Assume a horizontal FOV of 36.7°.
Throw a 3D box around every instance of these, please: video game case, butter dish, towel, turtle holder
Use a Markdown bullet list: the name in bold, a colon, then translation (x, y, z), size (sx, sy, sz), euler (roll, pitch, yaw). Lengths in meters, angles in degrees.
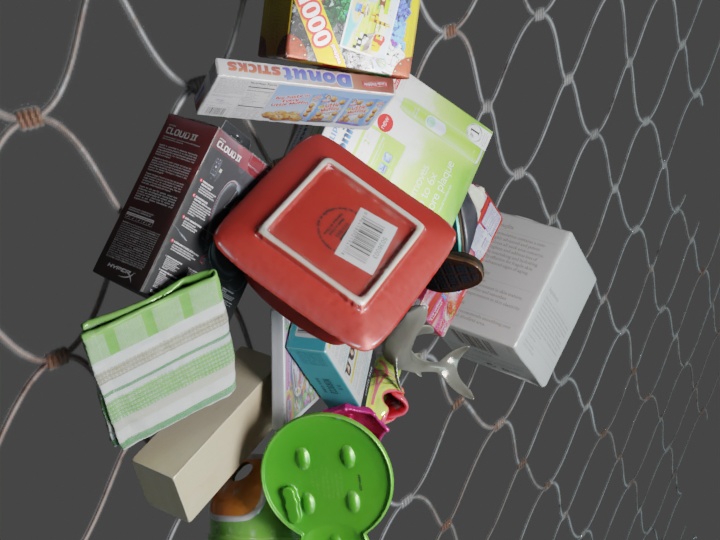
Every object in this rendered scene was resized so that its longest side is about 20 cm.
- **video game case**: translation (-0.065, 0.094, 1.311), size (0.200, 0.018, 0.143), euler (-33, 125, -71)
- **butter dish**: translation (-0.036, -0.006, 1.138), size (0.200, 0.199, 0.148), euler (-51, 174, -36)
- **towel**: translation (-0.201, 0.090, 1.100), size (0.149, 0.031, 0.200), euler (-26, 144, -21)
- **turtle holder**: translation (-0.096, 0.292, 1.327), size (0.185, 0.141, 0.132), euler (7, 77, -25)

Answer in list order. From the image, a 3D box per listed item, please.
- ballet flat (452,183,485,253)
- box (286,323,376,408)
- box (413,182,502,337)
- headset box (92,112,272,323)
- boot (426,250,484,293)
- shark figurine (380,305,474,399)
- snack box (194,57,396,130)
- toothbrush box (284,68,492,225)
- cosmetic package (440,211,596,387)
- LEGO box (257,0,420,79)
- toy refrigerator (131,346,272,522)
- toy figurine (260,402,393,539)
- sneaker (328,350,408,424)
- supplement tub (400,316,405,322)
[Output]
- **ballet flat**: translation (0.125, -0.115, 1.429), size (0.073, 0.073, 0.200), euler (-5, 72, -55)
- **box**: translation (-0.031, 0.098, 1.305), size (0.200, 0.049, 0.082), euler (65, 34, -59)
- **box**: translation (0.104, -0.023, 1.507), size (0.200, 0.095, 0.100), euler (-62, 146, -12)
- **headset box**: translation (-0.163, -0.055, 1.119), size (0.149, 0.075, 0.200), euler (35, 77, -57)
- **boot**: translation (0.088, -0.031, 1.392), size (0.097, 0.200, 0.075), euler (-51, 131, -33)
- **shark figurine**: translation (0.068, 0.127, 1.463), size (0.214, 0.128, 0.090), euler (48, 30, -53)
- **snack box**: translation (-0.066, -0.181, 1.128), size (0.200, 0.072, 0.024), euler (1, 63, -27)
- **toothbrush box**: translation (0.035, -0.146, 1.270), size (0.200, 0.086, 0.146), euler (31, 76, -24)
- **cosmetic package**: translation (0.231, 0.040, 1.660), size (0.200, 0.167, 0.166), euler (-61, 145, -13)
- **LEGO box**: translation (-0.015, -0.310, 1.136), size (0.149, 0.077, 0.200), euler (4, 97, -28)
- **toy refrigerator**: translation (-0.167, 0.182, 1.239), size (0.200, 0.070, 0.076), euler (-48, 141, -38)
- **toy figurine**: translation (-0.017, 0.238, 1.278), size (0.184, 0.150, 0.200), euler (-40, 123, -75)
- **sneaker**: translation (0.027, 0.171, 1.475), size (0.200, 0.090, 0.078), euler (-35, 140, -66)
- **supplement tub**: translation (0.000, 0.000, 1.307), size (0.107, 0.107, 0.200), euler (-59, 149, -18)
